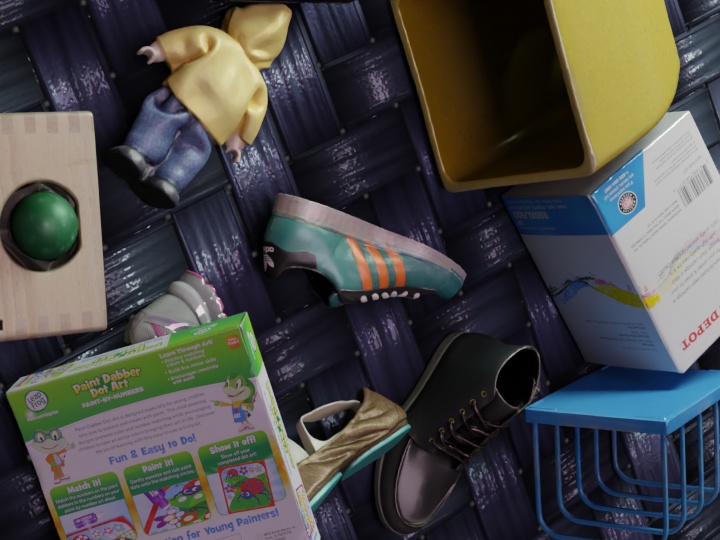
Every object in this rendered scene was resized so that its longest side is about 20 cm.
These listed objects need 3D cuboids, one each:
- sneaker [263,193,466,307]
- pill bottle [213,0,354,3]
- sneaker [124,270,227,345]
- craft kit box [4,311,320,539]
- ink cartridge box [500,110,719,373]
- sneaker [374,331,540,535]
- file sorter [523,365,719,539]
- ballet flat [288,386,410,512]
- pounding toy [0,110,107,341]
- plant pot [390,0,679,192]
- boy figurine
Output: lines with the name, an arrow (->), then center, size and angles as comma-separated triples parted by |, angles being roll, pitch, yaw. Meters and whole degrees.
sneaker -> 0.000, 0.000, 1.335 | 0.198, 0.071, 0.081 | 20, 85, -25
pill bottle -> -0.088, -0.279, 1.247 | 0.198, 0.111, 0.113 | -5, 93, -32
sneaker -> -0.138, 0.107, 1.249 | 0.088, 0.081, 0.202 | -25, 101, -21
craft kit box -> -0.154, 0.155, 1.192 | 0.198, 0.049, 0.200 | -15, 105, 8
ink cartridge box -> 0.264, -0.026, 1.447 | 0.147, 0.144, 0.201 | -38, 109, -24
sneaker -> 0.085, 0.147, 1.363 | 0.074, 0.106, 0.202 | 31, 75, -28
file sorter -> 0.259, 0.170, 1.415 | 0.199, 0.137, 0.124 | -17, 106, -56
ballet flat -> -0.036, 0.161, 1.302 | 0.072, 0.068, 0.200 | 44, 48, 10
pounding toy -> -0.273, -0.045, 1.087 | 0.141, 0.199, 0.187 | -5, 94, -30
plant pot -> 0.180, -0.201, 1.374 | 0.199, 0.193, 0.198 | -25, 103, -37
boy figurine -> -0.131, -0.152, 1.251 | 0.124, 0.064, 0.201 | 42, 70, -25
